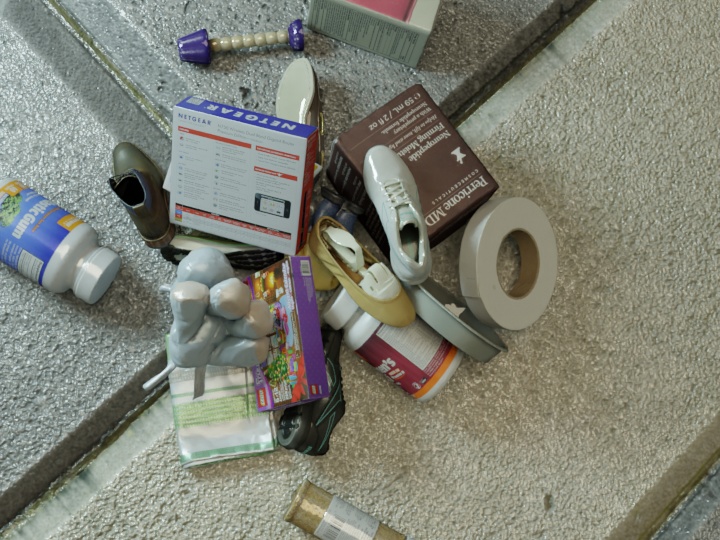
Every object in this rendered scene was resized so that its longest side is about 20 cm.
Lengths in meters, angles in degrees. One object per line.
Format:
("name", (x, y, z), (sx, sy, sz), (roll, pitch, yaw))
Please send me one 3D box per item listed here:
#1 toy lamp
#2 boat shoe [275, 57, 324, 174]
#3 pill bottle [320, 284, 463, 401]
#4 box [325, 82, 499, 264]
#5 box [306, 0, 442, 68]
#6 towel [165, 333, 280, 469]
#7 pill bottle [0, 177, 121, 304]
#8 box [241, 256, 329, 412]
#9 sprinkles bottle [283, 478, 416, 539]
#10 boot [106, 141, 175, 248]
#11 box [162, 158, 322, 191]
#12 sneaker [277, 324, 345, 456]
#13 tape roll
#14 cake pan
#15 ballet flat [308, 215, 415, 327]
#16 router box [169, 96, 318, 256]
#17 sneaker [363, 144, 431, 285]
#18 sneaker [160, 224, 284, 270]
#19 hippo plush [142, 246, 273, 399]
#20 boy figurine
("toy lamp", (-0.191, -0.363, 1.528), (0.198, 0.058, 0.059), (-7, 78, -10))
("boat shoe", (-0.089, -0.234, 1.508), (0.071, 0.059, 0.202), (-11, 71, 32))
("pill bottle", (0.046, 0.093, 1.408), (0.199, 0.110, 0.110), (38, 75, -7))
("box", (0.072, -0.137, 1.450), (0.165, 0.164, 0.201), (-36, 84, -13))
("box", (0.025, -0.428, 1.531), (0.198, 0.128, 0.110), (19, 75, -3))
("towel", (-0.206, 0.180, 1.413), (0.148, 0.031, 0.202), (-9, 78, -10))
("pill bottle", (-0.454, -0.038, 1.391), (0.199, 0.112, 0.113), (31, 75, 1))
("box", (-0.110, 0.093, 1.370), (0.039, 0.136, 0.202), (1, 75, -38))
("sprinkles bottle", (-0.010, 0.375, 1.371), (0.199, 0.068, 0.069), (30, 75, 1))
("boot", (-0.332, -0.136, 1.414), (0.074, 0.097, 0.201), (-27, 62, -5))
("box", (-0.176, -0.139, 1.425), (0.199, 0.113, 0.101), (28, 31, 4))
("sneaker", (-0.060, 0.178, 1.421), (0.079, 0.075, 0.201), (29, 68, -28))
("tape roll", (0.225, -0.010, 1.446), (0.202, 0.037, 0.205), (-3, 95, -43))
("cake pan", (0.129, 0.066, 1.404), (0.200, 0.200, 0.037), (40, 98, 3))
("ballet flat", (0.000, 0.000, 1.332), (0.200, 0.063, 0.069), (41, 58, 18))
("router box", (-0.165, -0.131, 1.337), (0.198, 0.049, 0.181), (16, 120, 11))
("sneaker", (0.057, -0.084, 1.313), (0.070, 0.080, 0.202), (-18, 80, -6))
("sneaker", (-0.200, -0.056, 1.450), (0.198, 0.077, 0.089), (4, 68, -8))
("hippo plush", (-0.209, 0.060, 1.378), (0.158, 0.201, 0.161), (13, 32, -17))
("boy figurine", (-0.063, -0.018, 1.433), (0.124, 0.064, 0.201), (21, 98, -31))
